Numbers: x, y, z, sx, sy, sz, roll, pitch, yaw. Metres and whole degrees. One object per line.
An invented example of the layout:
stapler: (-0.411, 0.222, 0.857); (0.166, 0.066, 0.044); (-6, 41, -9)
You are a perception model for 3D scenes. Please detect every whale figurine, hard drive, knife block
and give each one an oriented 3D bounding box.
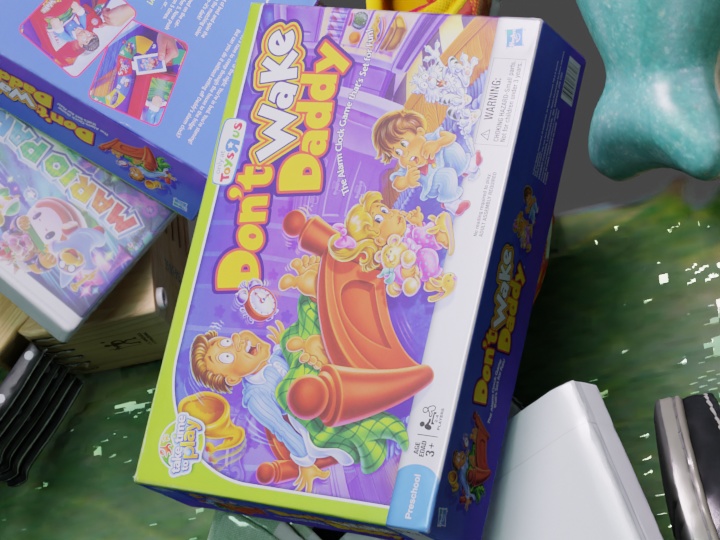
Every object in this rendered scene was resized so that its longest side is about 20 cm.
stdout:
whale figurine: (0.118, -0.139, 1.065); (0.159, 0.103, 0.202); (5, 87, 52)
hard drive: (0.074, 0.162, 0.995); (0.132, 0.026, 0.201); (-37, 60, 29)
knife block: (-0.165, -0.002, 1.172); (0.174, 0.064, 0.202); (-10, 70, 11)

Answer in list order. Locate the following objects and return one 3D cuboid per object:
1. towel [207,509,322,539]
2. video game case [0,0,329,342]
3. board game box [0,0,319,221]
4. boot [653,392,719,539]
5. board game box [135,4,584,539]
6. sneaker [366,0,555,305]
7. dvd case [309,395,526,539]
towel: (-0.015, 0.198, 1.026); (0.200, 0.023, 0.153); (35, 105, 36)
video game case: (-0.120, -0.086, 1.130); (0.143, 0.018, 0.200); (39, 64, -1)
board game box: (-0.080, -0.140, 1.128); (0.134, 0.045, 0.201); (31, 64, -5)
boot: (0.204, 0.117, 0.958); (0.153, 0.074, 0.205); (-21, 61, 1)
board game box: (0.000, 0.000, 1.026); (0.134, 0.045, 0.202); (6, 76, 30)
sneaker: (0.031, -0.068, 1.108); (0.073, 0.077, 0.201); (-19, 67, 17)
dvd case: (0.024, 0.153, 1.068); (0.200, 0.025, 0.150); (-49, 60, 5)
